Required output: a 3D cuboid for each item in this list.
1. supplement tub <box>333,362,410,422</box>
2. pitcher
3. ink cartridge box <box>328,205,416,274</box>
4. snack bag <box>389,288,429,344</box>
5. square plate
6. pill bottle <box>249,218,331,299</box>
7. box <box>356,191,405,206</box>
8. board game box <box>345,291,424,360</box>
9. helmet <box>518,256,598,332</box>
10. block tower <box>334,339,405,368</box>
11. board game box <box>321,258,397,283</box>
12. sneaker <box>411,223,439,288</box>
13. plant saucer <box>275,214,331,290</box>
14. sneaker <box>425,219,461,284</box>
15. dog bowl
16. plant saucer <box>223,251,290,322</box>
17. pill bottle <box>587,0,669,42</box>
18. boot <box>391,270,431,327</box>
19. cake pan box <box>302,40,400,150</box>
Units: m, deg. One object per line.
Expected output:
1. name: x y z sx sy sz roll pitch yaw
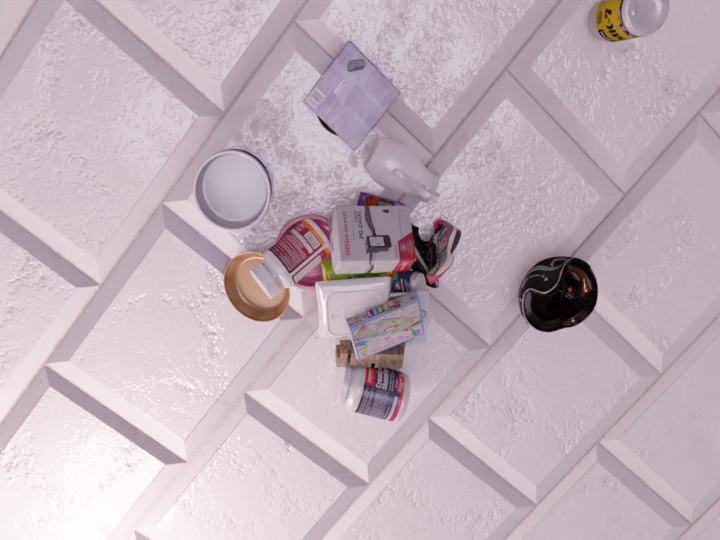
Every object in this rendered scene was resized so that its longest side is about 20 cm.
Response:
1. supplement tub: 0.033 0.339 1.643 0.195 0.141 0.144 16 104 -9
2. pitcher: 0.112 -0.245 1.473 0.197 0.172 0.123 28 107 -13
3. ink cartridge box: 0.027 -0.077 1.436 0.194 0.084 0.150 -2 72 -16
4. snack bag: 0.092 0.131 1.578 0.182 0.022 0.204 -4 129 -2
5. square plate: -0.016 0.106 1.512 0.192 0.029 0.204 -4 129 -4
6. pill bottle: -0.176 -0.028 1.460 0.199 0.109 0.111 -40 106 -13
7. box: 0.034 -0.096 1.550 0.134 0.039 0.205 8 106 -34
8. board game box: 0.067 0.147 1.517 0.195 0.035 0.137 -21 133 -7
9. helmet: 0.528 0.064 1.584 0.195 0.190 0.206 9 71 -27
10. block tower: 0.029 0.231 1.600 0.194 0.059 0.055 0 130 -8
11. board game box: 0.000 0.000 1.515 0.195 0.048 0.104 -19 131 -15
12. sneaker: 0.175 -0.041 1.586 0.083 0.071 0.202 -43 117 -15
13. plant saucer: -0.134 -0.052 1.568 0.194 0.051 0.207 -1 105 -4
14. sneaker: 0.206 -0.049 1.543 0.074 0.203 0.081 33 139 -11
15. dog bowl: -0.327 -0.208 1.494 0.194 0.079 0.206 -1 105 -4
16. plant saucer: -0.275 0.040 1.565 0.194 0.036 0.206 6 112 14
17. pill bottle: 0.639 -0.618 1.400 0.111 0.200 0.118 -1 106 -4
18. boot: 0.142 0.079 1.626 0.089 0.073 0.204 15 133 34
19. cake pan box: -0.025 -0.438 1.472 0.183 0.052 0.201 39 99 -11
